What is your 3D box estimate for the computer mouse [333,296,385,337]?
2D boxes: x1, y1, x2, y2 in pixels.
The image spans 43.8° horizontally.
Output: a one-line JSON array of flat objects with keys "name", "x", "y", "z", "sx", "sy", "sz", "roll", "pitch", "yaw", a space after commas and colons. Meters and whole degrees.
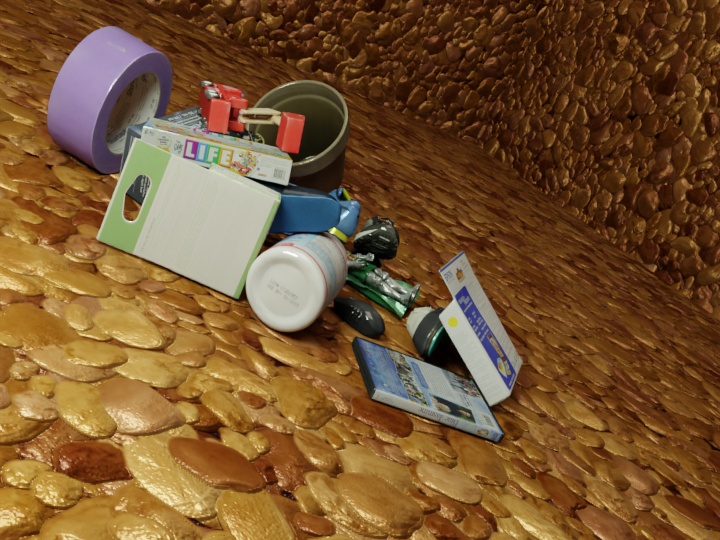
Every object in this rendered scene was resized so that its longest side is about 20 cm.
[{"name": "computer mouse", "x": -0.034, "y": 0.034, "z": 1.336, "sx": 0.199, "sy": 0.035, "sz": 0.058, "roll": 37, "pitch": 20, "yaw": 30}]

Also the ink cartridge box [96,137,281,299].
[{"name": "ink cartridge box", "x": -0.218, "y": -0.069, "z": 1.149, "sx": 0.197, "sy": 0.148, "sz": 0.048, "roll": 24, "pitch": 15, "yaw": -12}]

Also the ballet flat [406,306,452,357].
[{"name": "ballet flat", "x": 0.105, "y": 0.086, "z": 1.346, "sx": 0.072, "sy": 0.074, "sz": 0.199, "roll": 32, "pitch": 13, "yaw": 16}]

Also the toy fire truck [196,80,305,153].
[{"name": "toy fire truck", "x": -0.163, "y": -0.228, "z": 1.316, "sx": 0.138, "sy": 0.050, "sz": 0.200, "roll": 7, "pitch": 20, "yaw": -18}]

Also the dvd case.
[{"name": "dvd case", "x": 0.087, "y": 0.157, "z": 1.193, "sx": 0.196, "sy": 0.018, "sz": 0.143, "roll": 21, "pitch": 17, "yaw": -19}]

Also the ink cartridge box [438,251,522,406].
[{"name": "ink cartridge box", "x": 0.170, "y": 0.081, "z": 1.338, "sx": 0.202, "sy": 0.047, "sz": 0.197, "roll": 59, "pitch": 19, "yaw": 1}]

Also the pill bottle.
[{"name": "pill bottle", "x": -0.077, "y": 0.005, "z": 1.220, "sx": 0.107, "sy": 0.110, "sz": 0.200, "roll": 28, "pitch": 16, "yaw": 4}]

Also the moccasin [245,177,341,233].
[{"name": "moccasin", "x": -0.126, "y": -0.085, "z": 1.219, "sx": 0.195, "sy": 0.082, "sz": 0.068, "roll": 11, "pitch": 16, "yaw": -16}]

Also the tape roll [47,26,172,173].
[{"name": "tape roll", "x": -0.375, "y": -0.256, "z": 1.355, "sx": 0.084, "sy": 0.203, "sz": 0.200, "roll": 29, "pitch": 17, "yaw": 9}]

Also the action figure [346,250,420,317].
[{"name": "action figure", "x": 0.000, "y": 0.000, "z": 1.465, "sx": 0.197, "sy": 0.056, "sz": 0.118, "roll": 27, "pitch": 19, "yaw": 12}]

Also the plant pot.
[{"name": "plant pot", "x": -0.104, "y": -0.226, "z": 1.708, "sx": 0.199, "sy": 0.200, "sz": 0.175, "roll": 36, "pitch": -19, "yaw": 29}]

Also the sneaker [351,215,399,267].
[{"name": "sneaker", "x": 0.028, "y": -0.061, "z": 1.521, "sx": 0.073, "sy": 0.081, "sz": 0.200, "roll": 23, "pitch": -8, "yaw": -6}]

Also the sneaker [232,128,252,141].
[{"name": "sneaker", "x": -0.189, "y": -0.177, "z": 1.429, "sx": 0.198, "sy": 0.089, "sz": 0.076, "roll": 33, "pitch": 25, "yaw": 7}]

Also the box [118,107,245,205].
[{"name": "box", "x": -0.235, "y": -0.138, "z": 1.333, "sx": 0.198, "sy": 0.109, "sz": 0.148, "roll": 33, "pitch": 35, "yaw": 18}]

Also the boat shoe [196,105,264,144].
[{"name": "boat shoe", "x": -0.200, "y": -0.212, "z": 1.532, "sx": 0.198, "sy": 0.061, "sz": 0.072, "roll": 25, "pitch": 16, "yaw": -22}]

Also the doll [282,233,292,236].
[{"name": "doll", "x": -0.167, "y": -0.091, "z": 1.449, "sx": 0.195, "sy": 0.049, "sz": 0.137, "roll": 14, "pitch": 26, "yaw": -12}]

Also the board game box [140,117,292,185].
[{"name": "board game box", "x": -0.195, "y": -0.163, "z": 1.217, "sx": 0.195, "sy": 0.035, "sz": 0.135, "roll": 12, "pitch": 12, "yaw": -13}]

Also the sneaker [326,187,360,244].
[{"name": "sneaker", "x": -0.048, "y": -0.104, "z": 1.538, "sx": 0.065, "sy": 0.079, "sz": 0.200, "roll": 31, "pitch": 0, "yaw": -25}]
